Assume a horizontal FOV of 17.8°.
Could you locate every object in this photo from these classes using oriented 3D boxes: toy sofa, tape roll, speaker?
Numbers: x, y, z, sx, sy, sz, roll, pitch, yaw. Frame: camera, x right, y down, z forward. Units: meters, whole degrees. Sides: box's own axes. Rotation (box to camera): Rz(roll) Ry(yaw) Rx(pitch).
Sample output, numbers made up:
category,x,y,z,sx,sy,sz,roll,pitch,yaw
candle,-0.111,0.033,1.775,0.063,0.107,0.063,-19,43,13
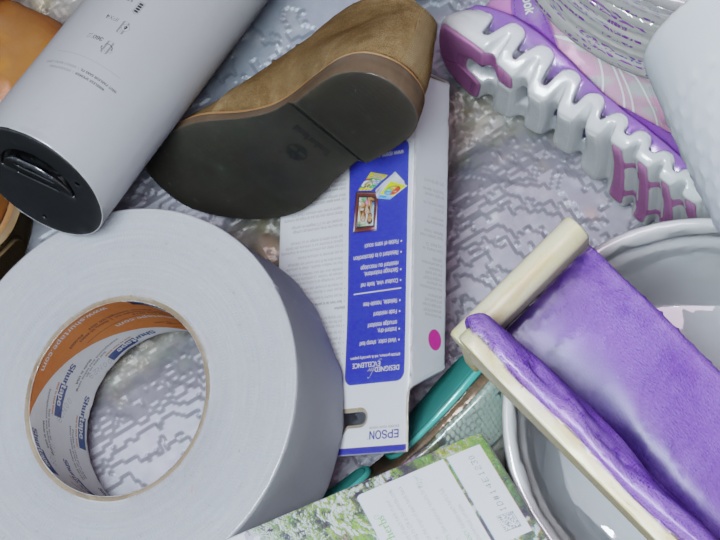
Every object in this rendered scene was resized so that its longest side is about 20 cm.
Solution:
category,x,y,z,sx,sy,sz,roll,pitch,yaw
toy sofa,0.139,0.073,1.067,0.083,0.098,0.200,-44,77,-4
tape roll,-0.111,0.072,1.186,0.200,0.066,0.201,-7,72,20
speaker,-0.118,-0.115,1.209,0.081,0.081,0.200,27,60,10

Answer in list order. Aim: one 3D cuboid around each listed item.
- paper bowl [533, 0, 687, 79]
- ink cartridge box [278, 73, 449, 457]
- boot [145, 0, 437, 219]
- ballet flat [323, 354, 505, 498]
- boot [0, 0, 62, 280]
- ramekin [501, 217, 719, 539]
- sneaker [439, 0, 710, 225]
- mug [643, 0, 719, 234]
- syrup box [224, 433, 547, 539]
category,x,y,z,sx,sy,sz,roll,pitch,yaw
paper bowl,0.180,-0.201,1.190,0.200,0.104,0.201,3,59,-6
ink cartridge box,0.000,0.000,1.210,0.095,0.037,0.201,-8,73,40
boot,-0.033,-0.084,1.209,0.074,0.200,0.076,42,49,-26
ballet flat,0.025,0.116,1.198,0.200,0.069,0.071,-42,96,0
boot,-0.235,-0.065,1.250,0.155,0.074,0.200,41,71,8
ramekin,0.173,0.081,1.165,0.200,0.105,0.201,-1,79,6
sneaker,0.141,-0.094,1.221,0.200,0.081,0.088,39,74,11
mug,0.255,-0.058,1.069,0.200,0.148,0.176,-19,73,-9
syrup box,-0.009,0.166,1.116,0.200,0.082,0.079,-23,45,-9
